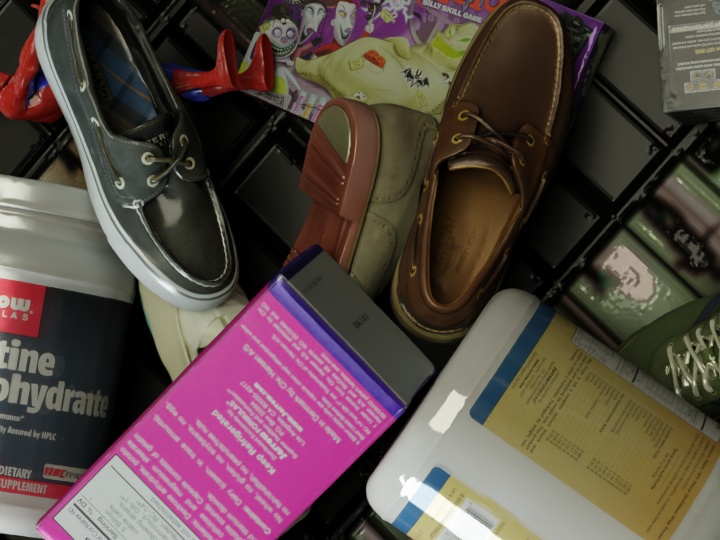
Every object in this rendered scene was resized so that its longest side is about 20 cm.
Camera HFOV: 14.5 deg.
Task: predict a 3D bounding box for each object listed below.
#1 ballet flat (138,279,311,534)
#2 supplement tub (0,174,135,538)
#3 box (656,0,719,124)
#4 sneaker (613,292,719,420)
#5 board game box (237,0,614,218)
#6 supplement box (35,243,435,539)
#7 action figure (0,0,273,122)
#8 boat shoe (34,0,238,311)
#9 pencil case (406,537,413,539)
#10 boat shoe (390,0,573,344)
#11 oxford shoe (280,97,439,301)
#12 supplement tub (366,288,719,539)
[{"bbox_3d":[-0.074,0.060,1.632,0.069,0.069,0.201,-20,80,17],"label":"ballet flat"},{"bbox_3d":[-0.208,0.050,1.649,0.140,0.140,0.201,8,86,21],"label":"supplement tub"},{"bbox_3d":[0.262,-0.170,1.550,0.199,0.044,0.161,-6,81,20],"label":"box"},{"bbox_3d":[0.210,0.033,1.519,0.200,0.090,0.067,-21,77,17],"label":"sneaker"},{"bbox_3d":[0.034,-0.123,1.641,0.200,0.032,0.120,24,88,22],"label":"board game box"},{"bbox_3d":[-0.067,0.096,1.539,0.103,0.101,0.200,46,105,0],"label":"supplement box"},{"bbox_3d":[-0.152,-0.140,1.683,0.199,0.065,0.099,-8,85,29],"label":"action figure"},{"bbox_3d":[-0.124,-0.072,1.597,0.068,0.057,0.200,-26,86,-28],"label":"boat shoe"},{"bbox_3d":[-0.016,0.209,1.546,0.199,0.083,0.087,-23,59,-16],"label":"pencil case"},{"bbox_3d":[0.072,-0.058,1.554,0.072,0.068,0.201,19,82,-1],"label":"boat shoe"},{"bbox_3d":[0.000,0.000,1.609,0.071,0.074,0.201,47,129,51],"label":"oxford shoe"},{"bbox_3d":[0.119,0.119,1.496,0.200,0.145,0.145,35,96,2],"label":"supplement tub"}]
